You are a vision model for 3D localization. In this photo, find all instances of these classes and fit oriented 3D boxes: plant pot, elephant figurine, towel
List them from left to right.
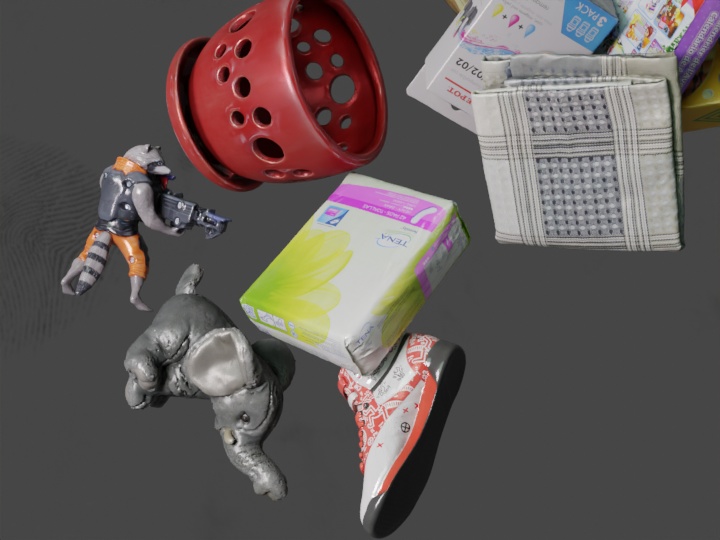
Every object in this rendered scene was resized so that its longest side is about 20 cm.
[{"bbox_3d":[-0.132,0.115,1.196,0.200,0.155,0.142,18,36,22],"label":"elephant figurine"},{"bbox_3d":[-0.093,-0.184,1.241,0.182,0.200,0.201,-17,63,29],"label":"plant pot"},{"bbox_3d":[0.203,-0.108,1.072,0.192,0.200,0.035,5,29,29],"label":"towel"}]

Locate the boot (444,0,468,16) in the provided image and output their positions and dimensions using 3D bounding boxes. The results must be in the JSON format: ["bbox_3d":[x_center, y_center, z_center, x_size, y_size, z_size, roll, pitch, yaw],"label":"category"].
[{"bbox_3d":[0.174,-0.311,1.219,0.155,0.073,0.200,-42,50,10],"label":"boot"}]

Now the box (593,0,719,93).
[{"bbox_3d":[0.270,-0.252,1.094,0.137,0.039,0.200,-62,29,31],"label":"box"}]

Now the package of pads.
[{"bbox_3d":[0.000,0.000,1.155,0.154,0.068,0.200,20,61,37],"label":"package of pads"}]

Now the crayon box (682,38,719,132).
[{"bbox_3d":[0.346,-0.204,1.099,0.200,0.052,0.126,-9,66,25],"label":"crayon box"}]

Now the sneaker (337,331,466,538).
[{"bbox_3d":[0.020,0.152,1.122,0.108,0.067,0.202,15,74,32],"label":"sneaker"}]

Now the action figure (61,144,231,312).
[{"bbox_3d":[-0.257,-0.054,1.330,0.200,0.105,0.194,10,85,33],"label":"action figure"}]

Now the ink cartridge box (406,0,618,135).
[{"bbox_3d":[0.142,-0.208,1.122,0.200,0.115,0.068,-52,19,32],"label":"ink cartridge box"}]
